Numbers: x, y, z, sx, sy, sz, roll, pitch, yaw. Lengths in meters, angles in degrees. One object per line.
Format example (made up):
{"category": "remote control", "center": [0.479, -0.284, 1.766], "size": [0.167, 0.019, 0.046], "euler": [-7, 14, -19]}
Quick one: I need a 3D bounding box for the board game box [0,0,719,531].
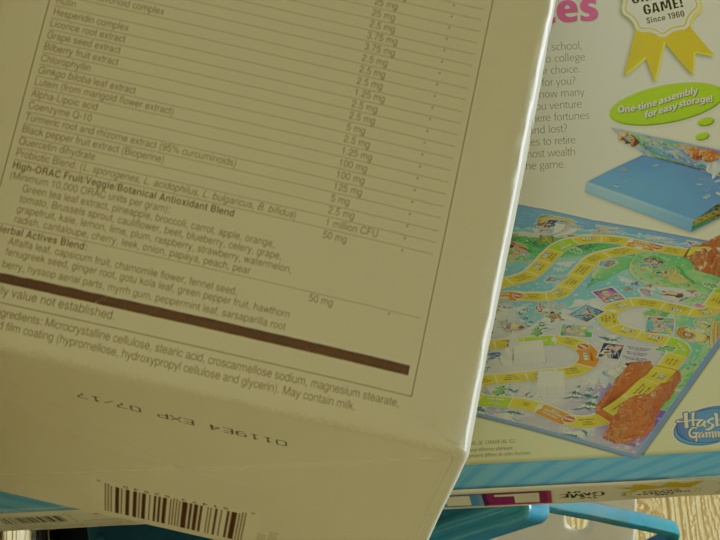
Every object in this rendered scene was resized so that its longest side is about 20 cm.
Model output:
{"category": "board game box", "center": [0.001, -0.008, 0.694], "size": [0.034, 0.199, 0.135], "euler": [70, 18, -78]}

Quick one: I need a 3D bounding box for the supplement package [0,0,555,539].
{"category": "supplement package", "center": [-0.017, -0.052, 0.595], "size": [0.110, 0.113, 0.201], "euler": [106, -3, -70]}

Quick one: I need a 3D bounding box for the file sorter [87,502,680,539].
{"category": "file sorter", "center": [0.000, 0.000, 0.810], "size": [0.122, 0.138, 0.201], "euler": [18, 57, -55]}

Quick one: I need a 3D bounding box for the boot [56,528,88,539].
{"category": "boot", "center": [-0.062, 0.109, 0.852], "size": [0.168, 0.076, 0.201], "euler": [-103, -165, -66]}

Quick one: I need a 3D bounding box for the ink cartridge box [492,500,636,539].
{"category": "ink cartridge box", "center": [-0.006, 0.062, 0.964], "size": [0.068, 0.199, 0.116], "euler": [-97, -174, -68]}
